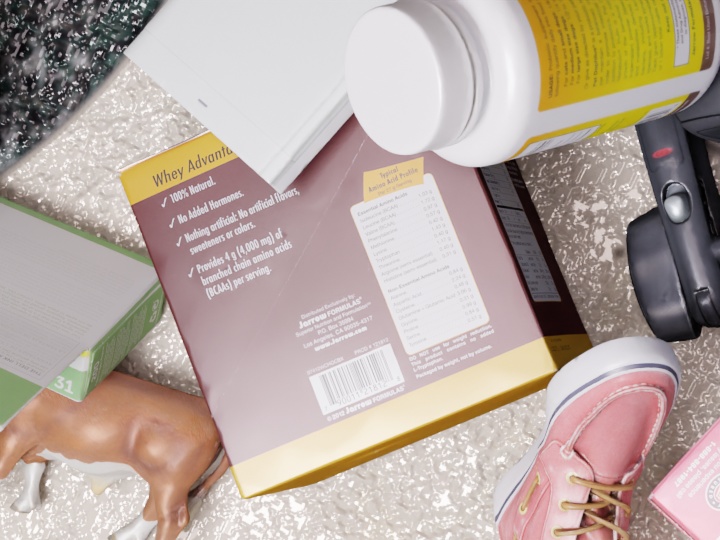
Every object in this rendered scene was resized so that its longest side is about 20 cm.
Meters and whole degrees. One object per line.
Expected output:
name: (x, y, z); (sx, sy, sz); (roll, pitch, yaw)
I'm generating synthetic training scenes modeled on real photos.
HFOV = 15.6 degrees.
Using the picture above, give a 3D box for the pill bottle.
pill bottle: (0.091, -0.119, 1.399); (0.109, 0.200, 0.110); (22, 120, 46)

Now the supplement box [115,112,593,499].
supplement box: (0.000, 0.000, 1.507); (0.197, 0.133, 0.201); (-23, 83, 14)

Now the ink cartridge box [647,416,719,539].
ink cartridge box: (0.282, 0.140, 1.455); (0.200, 0.083, 0.147); (44, 99, 12)

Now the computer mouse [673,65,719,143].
computer mouse: (0.272, -0.137, 1.460); (0.199, 0.046, 0.141); (4, 80, 4)

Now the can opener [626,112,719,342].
can opener: (0.177, -0.061, 1.497); (0.078, 0.063, 0.201); (-12, 86, 15)

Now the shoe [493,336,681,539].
shoe: (0.129, 0.123, 1.443); (0.071, 0.200, 0.091); (3, 55, -18)

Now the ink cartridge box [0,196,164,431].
ink cartridge box: (-0.221, 0.032, 1.535); (0.145, 0.200, 0.048); (23, 127, 14)

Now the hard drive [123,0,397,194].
hard drive: (-0.022, -0.156, 1.453); (0.200, 0.026, 0.132); (-49, 60, 0)

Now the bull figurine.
bull figurine: (-0.174, 0.098, 1.588); (0.199, 0.065, 0.122); (18, 97, 17)
